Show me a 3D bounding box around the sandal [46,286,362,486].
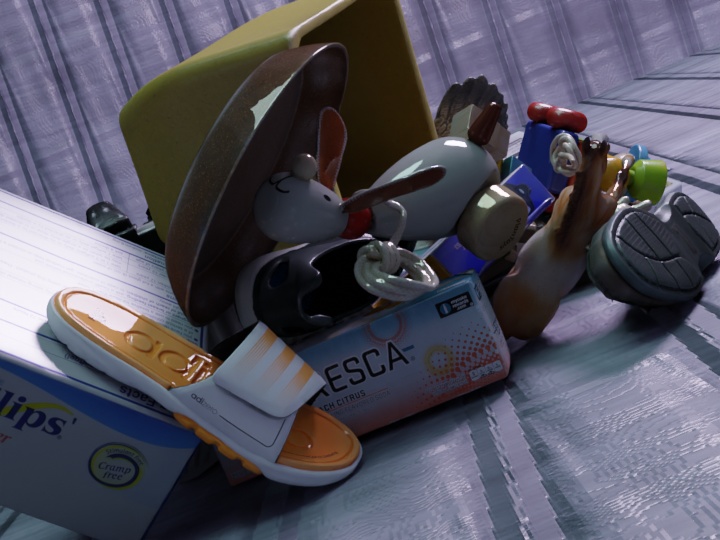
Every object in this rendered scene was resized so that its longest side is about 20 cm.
[{"bbox_3d":[-0.085,0.054,0.819,0.059,0.206,0.079,-59,4,25],"label":"sandal"}]

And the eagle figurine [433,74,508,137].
[{"bbox_3d":[0.047,-0.085,1.357,0.150,0.152,0.200,19,-30,-28],"label":"eagle figurine"}]

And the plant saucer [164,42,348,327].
[{"bbox_3d":[-0.070,-0.059,0.894,0.201,0.034,0.200,-61,-8,-15],"label":"plant saucer"}]

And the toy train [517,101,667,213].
[{"bbox_3d":[0.198,-0.080,1.148,0.115,0.085,0.200,12,8,-9],"label":"toy train"}]

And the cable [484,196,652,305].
[{"bbox_3d":[0.134,-0.006,1.100,0.199,0.051,0.097,-21,22,-4],"label":"cable"}]

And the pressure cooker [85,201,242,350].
[{"bbox_3d":[-0.188,0.033,1.229,0.175,0.201,0.178,-21,6,36],"label":"pressure cooker"}]

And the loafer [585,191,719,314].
[{"bbox_3d":[0.187,-0.002,0.934,0.063,0.072,0.200,-41,-10,28],"label":"loafer"}]

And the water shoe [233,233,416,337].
[{"bbox_3d":[0.000,0.000,0.963,0.079,0.072,0.200,-1,21,37],"label":"water shoe"}]

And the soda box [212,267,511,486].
[{"bbox_3d":[-0.005,0.069,0.918,0.199,0.069,0.064,-22,5,9],"label":"soda box"}]

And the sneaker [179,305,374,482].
[{"bbox_3d":[-0.083,0.078,1.043,0.200,0.076,0.105,-34,12,-13],"label":"sneaker"}]

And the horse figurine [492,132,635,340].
[{"bbox_3d":[0.131,-0.011,0.971,0.200,0.050,0.133,-58,-5,22],"label":"horse figurine"}]

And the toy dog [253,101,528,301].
[{"bbox_3d":[0.031,-0.063,0.900,0.131,0.097,0.200,26,23,22],"label":"toy dog"}]

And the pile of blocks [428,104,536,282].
[{"bbox_3d":[0.104,-0.067,1.110,0.082,0.062,0.200,10,-29,3],"label":"pile of blocks"}]

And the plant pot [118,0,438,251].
[{"bbox_3d":[-0.072,-0.104,1.126,0.199,0.196,0.194,-7,21,28],"label":"plant pot"}]

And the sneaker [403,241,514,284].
[{"bbox_3d":[0.065,0.013,1.235,0.199,0.074,0.082,-14,45,-14],"label":"sneaker"}]

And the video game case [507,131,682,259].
[{"bbox_3d":[0.161,-0.064,1.260,0.181,0.023,0.200,22,34,34],"label":"video game case"}]

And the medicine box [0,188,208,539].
[{"bbox_3d":[-0.198,0.053,0.892,0.103,0.182,0.200,-59,18,24],"label":"medicine box"}]

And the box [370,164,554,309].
[{"bbox_3d":[0.064,-0.003,1.051,0.119,0.041,0.200,-43,-2,-34],"label":"box"}]
